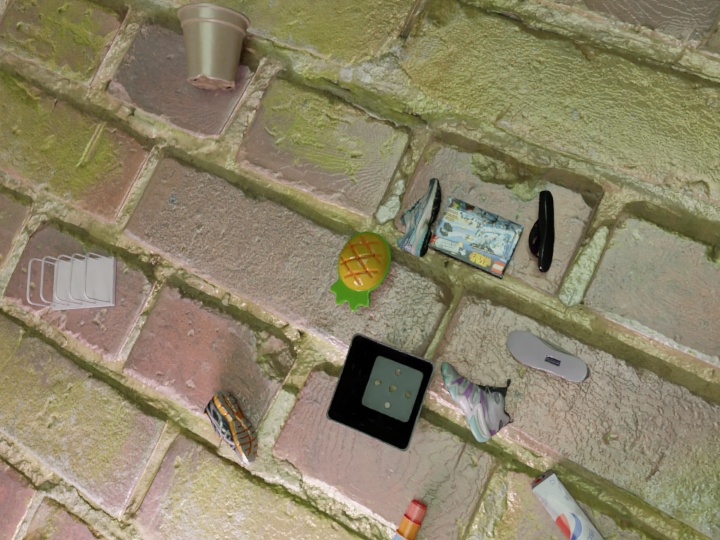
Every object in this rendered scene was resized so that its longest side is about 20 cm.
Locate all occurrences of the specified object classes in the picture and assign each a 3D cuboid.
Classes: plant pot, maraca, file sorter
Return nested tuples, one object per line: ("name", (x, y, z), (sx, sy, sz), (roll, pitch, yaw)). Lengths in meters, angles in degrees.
("plant pot", (0.061, 0.279, 1.351), (0.197, 0.177, 0.203), (18, 84, 16))
("maraca", (0.000, 0.000, 1.449), (0.136, 0.107, 0.203), (21, 86, 23))
("plant pot", (-0.413, -0.612, 1.622), (0.197, 0.200, 0.187), (4, 93, 14))
("file sorter", (-0.810, 0.028, 1.626), (0.197, 0.124, 0.141), (-5, 79, 13))

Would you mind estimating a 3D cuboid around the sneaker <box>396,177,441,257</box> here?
("sneaker", (0.144, -0.141, 1.457), (0.085, 0.078, 0.203), (16, 84, 19))

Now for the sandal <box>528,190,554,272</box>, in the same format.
("sandal", (0.433, -0.091, 1.391), (0.047, 0.075, 0.204), (-5, 70, 37))

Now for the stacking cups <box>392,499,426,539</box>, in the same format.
("stacking cups", (0.094, 0.632, 1.342), (0.060, 0.060, 0.203), (23, 86, 16))

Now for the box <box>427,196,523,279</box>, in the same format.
("box", (0.283, -0.081, 1.431), (0.198, 0.040, 0.139), (25, 86, 16))

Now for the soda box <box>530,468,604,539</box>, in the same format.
("soda box", (0.460, 0.541, 1.269), (0.063, 0.068, 0.201), (-37, 75, 5))

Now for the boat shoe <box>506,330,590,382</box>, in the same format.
("boat shoe", (0.433, 0.197, 1.336), (0.198, 0.065, 0.073), (19, 88, 37))

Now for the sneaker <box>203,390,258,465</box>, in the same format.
("sneaker", (-0.329, 0.408, 1.480), (0.077, 0.078, 0.201), (-40, 70, 18))

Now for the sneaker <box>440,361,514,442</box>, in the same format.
("sneaker", (0.285, 0.280, 1.356), (0.139, 0.078, 0.202), (-31, 84, 4))
